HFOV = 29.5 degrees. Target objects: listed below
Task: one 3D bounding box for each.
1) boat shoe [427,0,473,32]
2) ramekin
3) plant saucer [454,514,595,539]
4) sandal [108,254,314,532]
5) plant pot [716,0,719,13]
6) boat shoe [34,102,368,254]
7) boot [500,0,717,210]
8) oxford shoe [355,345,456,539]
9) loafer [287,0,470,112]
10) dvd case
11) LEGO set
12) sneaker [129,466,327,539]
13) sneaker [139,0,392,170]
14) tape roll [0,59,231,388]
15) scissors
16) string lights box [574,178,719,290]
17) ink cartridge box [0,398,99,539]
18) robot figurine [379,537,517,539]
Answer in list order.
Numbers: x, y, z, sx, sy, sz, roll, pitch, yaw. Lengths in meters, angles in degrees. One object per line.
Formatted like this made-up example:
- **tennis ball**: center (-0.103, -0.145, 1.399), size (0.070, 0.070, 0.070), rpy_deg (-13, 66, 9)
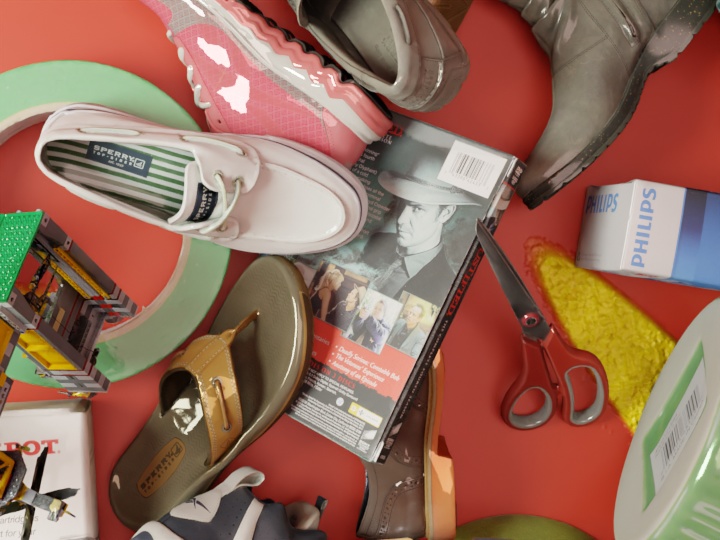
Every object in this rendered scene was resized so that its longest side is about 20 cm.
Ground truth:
- **boat shoe**: center (0.062, -0.234, 0.870), size (0.069, 0.074, 0.201), rpy_deg (30, 86, 20)
- **ramekin**: center (0.235, 0.112, 0.841), size (0.097, 0.200, 0.201), rpy_deg (23, 88, 0)
- **plant saucer**: center (0.104, 0.265, 0.906), size (0.198, 0.031, 0.202), rpy_deg (0, 92, -7)
- **sandal**: center (-0.098, 0.079, 0.837), size (0.080, 0.054, 0.200), rpy_deg (45, 103, 32)
- **plant pot**: center (0.301, -0.199, 0.844), size (0.199, 0.200, 0.135), rpy_deg (25, 94, -7)
- **boat shoe**: center (-0.094, -0.045, 0.801), size (0.199, 0.067, 0.074), rpy_deg (11, 110, -2)
- **boot**: center (0.129, -0.148, 0.891), size (0.130, 0.068, 0.200), rpy_deg (39, 79, -2)
- **oxford shoe**: center (0.017, 0.077, 0.873), size (0.072, 0.071, 0.202), rpy_deg (-6, 92, -1)
- **loafer**: center (-0.013, -0.174, 0.828), size (0.200, 0.070, 0.070), rpy_deg (49, 119, 25)
- **dvd case**: center (0.000, 0.000, 0.849), size (0.145, 0.022, 0.201), rpy_deg (24, 88, 34)
- **LEGO set**: center (-0.213, 0.062, 0.765), size (0.153, 0.116, 0.201), rpy_deg (-10, 53, 23)
- **sneaker**: center (-0.053, 0.208, 0.860), size (0.129, 0.079, 0.200), rpy_deg (-41, 111, -21)
- **sneaker**: center (-0.080, -0.121, 0.844), size (0.200, 0.074, 0.087), rpy_deg (36, 98, 7)
- **tape roll**: center (-0.180, -0.028, 0.856), size (0.199, 0.048, 0.202), rpy_deg (0, 92, -8)
- **scissors**: center (0.115, 0.034, 0.855), size (0.073, 0.014, 0.201), rpy_deg (-11, 132, 3)
- **string lights box**: center (0.251, -0.014, 0.883), size (0.199, 0.103, 0.059), rpy_deg (9, 90, -7)
- **ink cartridge box**: center (-0.232, 0.183, 0.834), size (0.144, 0.084, 0.202), rpy_deg (-2, 91, -7)
- **robot figurine**: center (0.074, 0.208, 0.822), size (0.199, 0.145, 0.059), rpy_deg (7, 117, -16)
